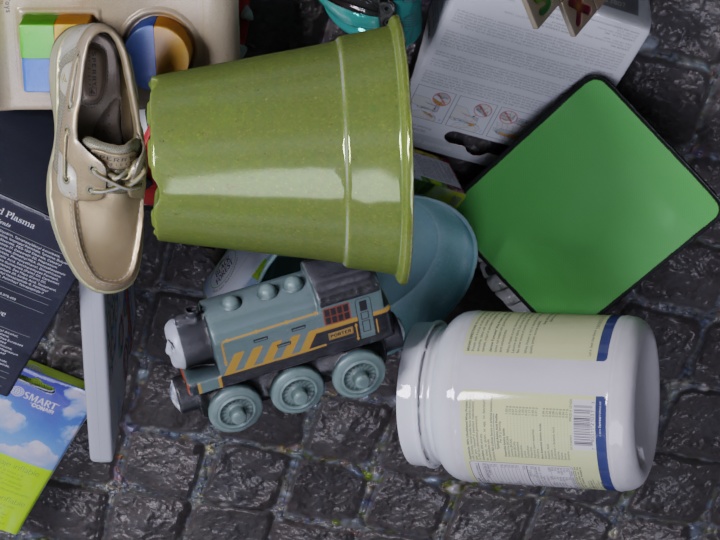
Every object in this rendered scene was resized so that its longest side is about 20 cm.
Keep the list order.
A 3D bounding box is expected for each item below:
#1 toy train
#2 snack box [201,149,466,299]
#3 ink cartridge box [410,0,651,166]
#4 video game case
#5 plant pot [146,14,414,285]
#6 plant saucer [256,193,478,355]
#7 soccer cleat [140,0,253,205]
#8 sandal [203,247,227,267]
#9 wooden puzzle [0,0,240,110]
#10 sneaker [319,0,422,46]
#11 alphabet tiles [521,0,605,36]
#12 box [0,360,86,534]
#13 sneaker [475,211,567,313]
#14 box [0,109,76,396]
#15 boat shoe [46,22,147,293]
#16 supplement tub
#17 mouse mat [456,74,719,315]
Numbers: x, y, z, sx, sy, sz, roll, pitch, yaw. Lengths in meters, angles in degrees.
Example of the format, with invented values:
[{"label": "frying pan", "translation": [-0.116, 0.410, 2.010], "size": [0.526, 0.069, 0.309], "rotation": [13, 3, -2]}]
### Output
[{"label": "toy train", "translation": [-0.063, 0.054, 1.571], "size": [0.198, 0.085, 0.115], "rotation": [-16, 127, -8]}, {"label": "snack box", "translation": [-0.024, -0.025, 1.657], "size": [0.141, 0.053, 0.200], "rotation": [15, 126, -35]}, {"label": "ink cartridge box", "translation": [0.125, -0.168, 1.596], "size": [0.161, 0.057, 0.200], "rotation": [14, 144, -12]}, {"label": "video game case", "translation": [-0.211, 0.027, 1.637], "size": [0.023, 0.183, 0.201], "rotation": [2, 127, -1]}, {"label": "plant pot", "translation": [-0.062, -0.087, 1.447], "size": [0.188, 0.201, 0.201], "rotation": [-1, 127, -3]}, {"label": "plant saucer", "translation": [0.000, 0.000, 1.627], "size": [0.198, 0.036, 0.201], "rotation": [-14, 139, -13]}, {"label": "soccer cleat", "translation": [-0.149, -0.151, 1.570], "size": [0.068, 0.085, 0.201], "rotation": [15, 100, -35]}, {"label": "sandal", "translation": [-0.123, -0.042, 1.667], "size": [0.081, 0.055, 0.201], "rotation": [-17, 126, 11]}, {"label": "wooden puzzle", "translation": [-0.191, -0.207, 1.466], "size": [0.198, 0.046, 0.187], "rotation": [-2, 113, -3]}, {"label": "sneaker", "translation": [0.039, -0.229, 1.491], "size": [0.199, 0.084, 0.121], "rotation": [6, 136, 30]}, {"label": "alphabet tiles", "translation": [0.152, -0.283, 1.444], "size": [0.006, 0.167, 0.201], "rotation": [11, 140, 43]}, {"label": "box", "translation": [-0.334, 0.150, 1.811], "size": [0.121, 0.048, 0.200], "rotation": [23, 123, -18]}, {"label": "sneaker", "translation": [0.158, 0.006, 1.704], "size": [0.075, 0.081, 0.201], "rotation": [-15, 107, 25]}, {"label": "box", "translation": [-0.283, -0.038, 1.575], "size": [0.104, 0.201, 0.183], "rotation": [23, 124, -17]}, {"label": "boat shoe", "translation": [-0.190, -0.081, 1.432], "size": [0.072, 0.065, 0.202], "rotation": [-5, 96, -25]}, {"label": "supplement tub", "translation": [0.142, 0.107, 1.624], "size": [0.198, 0.145, 0.146], "rotation": [2, 129, 19]}, {"label": "mouse mat", "translation": [0.183, -0.050, 1.619], "size": [0.161, 0.008, 0.200], "rotation": [46, 121, -4]}]
